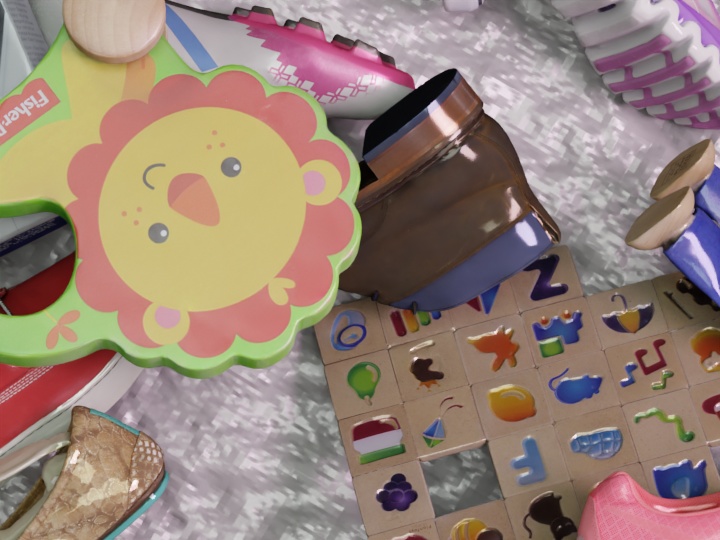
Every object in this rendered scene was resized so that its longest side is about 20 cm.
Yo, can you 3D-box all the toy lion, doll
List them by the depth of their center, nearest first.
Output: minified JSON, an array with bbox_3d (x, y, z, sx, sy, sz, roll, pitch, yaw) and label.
[{"bbox_3d":[-0.107,-0.027,1.237,0.200,0.069,0.192,-36,82,-9],"label":"toy lion"},{"bbox_3d":[0.219,0.024,1.302,0.200,0.048,0.137,44,43,-11],"label":"doll"}]

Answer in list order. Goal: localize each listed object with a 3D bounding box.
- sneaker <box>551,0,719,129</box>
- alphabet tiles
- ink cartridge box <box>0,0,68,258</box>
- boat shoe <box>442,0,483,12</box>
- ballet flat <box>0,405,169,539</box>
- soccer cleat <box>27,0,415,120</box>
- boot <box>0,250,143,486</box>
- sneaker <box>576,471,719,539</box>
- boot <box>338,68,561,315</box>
[{"bbox_3d":[0.131,-0.151,1.312,0.200,0.080,0.089,43,63,-22],"label":"sneaker"},{"bbox_3d":[0.088,0.061,1.302,0.199,0.008,0.168,-15,53,-1],"label":"alphabet tiles"},{"bbox_3d":[-0.246,-0.082,1.327,0.199,0.041,0.201,-26,82,13],"label":"ink cartridge box"},{"bbox_3d":[0.077,-0.223,1.351,0.067,0.072,0.201,7,76,3],"label":"boat shoe"},{"bbox_3d":[-0.180,0.138,1.294,0.200,0.071,0.065,-44,104,3],"label":"ballet flat"},{"bbox_3d":[-0.074,-0.092,1.340,0.199,0.070,0.087,17,92,9],"label":"soccer cleat"},{"bbox_3d":[-0.187,0.027,1.280,0.200,0.144,0.072,-42,46,-4],"label":"boot"},{"bbox_3d":[0.189,0.135,1.213,0.199,0.074,0.087,8,91,4],"label":"sneaker"},{"bbox_3d":[0.000,0.000,1.310,0.200,0.075,0.097,-37,103,22],"label":"boot"}]
